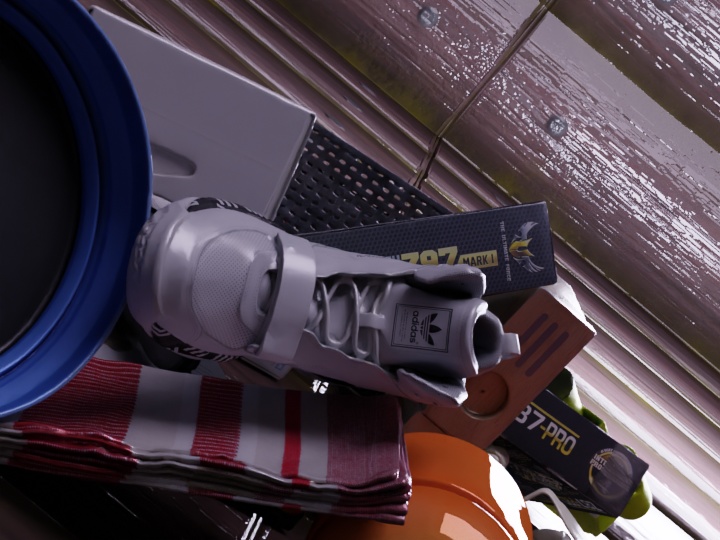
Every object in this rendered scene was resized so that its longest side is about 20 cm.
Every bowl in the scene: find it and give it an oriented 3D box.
[{"bbox_3d":[-0.177,-0.036,0.899,0.039,0.201,0.200,3,-21,46],"label":"bowl"}]

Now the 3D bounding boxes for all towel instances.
[{"bbox_3d":[-0.076,0.070,0.983,0.199,0.023,0.144,9,13,-4],"label":"towel"}]

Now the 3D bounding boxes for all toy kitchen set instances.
[{"bbox_3d":[0.111,0.136,1.194,0.200,0.181,0.163,40,11,-13],"label":"toy kitchen set"}]

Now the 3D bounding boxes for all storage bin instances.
[{"bbox_3d":[-0.024,-0.035,1.542,0.200,0.094,0.135,33,-7,7],"label":"storage bin"}]

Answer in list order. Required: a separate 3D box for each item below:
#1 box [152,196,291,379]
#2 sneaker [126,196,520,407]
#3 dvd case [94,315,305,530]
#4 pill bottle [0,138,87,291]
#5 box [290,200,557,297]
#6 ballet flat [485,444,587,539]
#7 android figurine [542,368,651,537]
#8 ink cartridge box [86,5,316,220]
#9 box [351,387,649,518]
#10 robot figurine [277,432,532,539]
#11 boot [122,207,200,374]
[{"bbox_3d":[-0.135,-0.016,1.373,0.200,0.036,0.144,34,12,-39],"label":"box"},{"bbox_3d":[-0.012,0.015,0.986,0.115,0.075,0.200,6,-8,36],"label":"sneaker"},{"bbox_3d":[-0.116,0.055,1.176,0.143,0.018,0.200,34,12,-36],"label":"dvd case"},{"bbox_3d":[-0.217,-0.046,0.967,0.200,0.114,0.114,28,15,-41],"label":"pill bottle"},{"bbox_3d":[0.000,0.000,1.200,0.157,0.051,0.200,-8,0,-18],"label":"box"},{"bbox_3d":[0.087,0.153,1.351,0.200,0.073,0.073,42,10,9],"label":"ballet flat"},{"bbox_3d":[0.139,0.121,1.557,0.182,0.041,0.200,37,-19,38],"label":"android figurine"},{"bbox_3d":[-0.113,-0.089,1.276,0.146,0.086,0.200,26,0,-8],"label":"ink cartridge box"},{"bbox_3d":[0.082,0.100,1.432,0.161,0.049,0.200,38,-13,-14],"label":"box"},{"bbox_3d":[0.026,0.146,1.034,0.200,0.116,0.144,-67,146,-80],"label":"robot figurine"},{"bbox_3d":[-0.147,-0.013,1.159,0.131,0.070,0.200,32,1,-23],"label":"boot"}]
